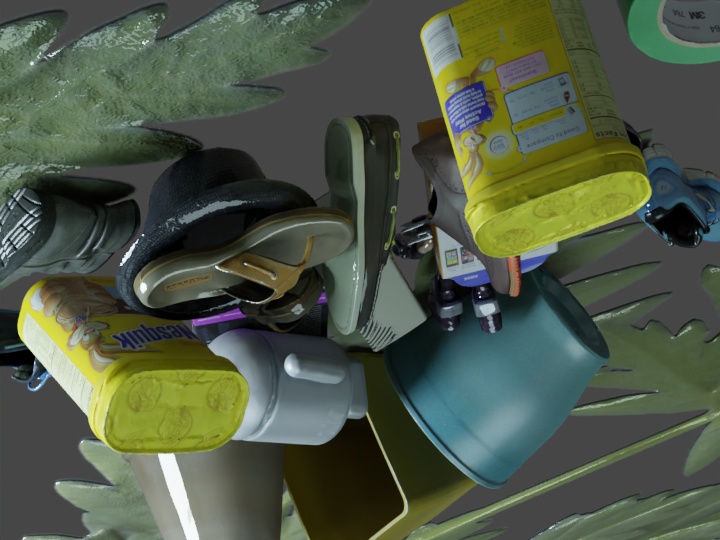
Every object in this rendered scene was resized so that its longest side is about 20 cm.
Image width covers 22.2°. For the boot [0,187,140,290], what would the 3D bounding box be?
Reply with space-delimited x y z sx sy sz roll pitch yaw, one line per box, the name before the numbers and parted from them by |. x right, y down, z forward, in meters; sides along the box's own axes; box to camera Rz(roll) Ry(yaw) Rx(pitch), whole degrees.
boot | -0.297 -0.007 1.674 0.200 0.068 0.130 -33 154 34

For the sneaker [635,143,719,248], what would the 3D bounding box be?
sneaker | 0.323 -0.055 1.866 0.078 0.090 0.200 -30 151 29

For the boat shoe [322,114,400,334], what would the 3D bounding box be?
boat shoe | 0.005 -0.041 1.656 0.060 0.072 0.203 -9 112 -29

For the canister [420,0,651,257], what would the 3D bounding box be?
canister | 0.139 -0.130 1.500 0.148 0.201 0.087 -20 153 10

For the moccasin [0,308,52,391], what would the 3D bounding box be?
moccasin | -0.334 0.083 1.818 0.199 0.069 0.080 5 148 -35

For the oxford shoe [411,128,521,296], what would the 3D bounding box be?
oxford shoe | 0.101 -0.052 1.675 0.072 0.071 0.201 -14 128 11

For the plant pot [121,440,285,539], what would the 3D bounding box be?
plant pot | -0.163 0.239 2.058 0.199 0.175 0.200 -12 163 -4

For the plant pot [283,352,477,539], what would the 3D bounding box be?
plant pot | 0.035 0.214 2.145 0.176 0.201 0.200 -8 155 -38

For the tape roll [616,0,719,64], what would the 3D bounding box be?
tape roll | 0.312 -0.249 1.532 0.199 0.048 0.201 -13 153 -6

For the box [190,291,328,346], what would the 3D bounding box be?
box | -0.106 0.062 1.933 0.142 0.036 0.200 -10 152 -8

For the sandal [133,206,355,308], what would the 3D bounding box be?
sandal | -0.097 0.002 1.593 0.199 0.054 0.080 -18 150 -5

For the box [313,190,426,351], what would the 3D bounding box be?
box | 0.000 0.000 1.804 0.068 0.082 0.200 -32 151 1

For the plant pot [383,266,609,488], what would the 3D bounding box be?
plant pot | 0.159 0.099 1.989 0.188 0.201 0.200 -41 146 16

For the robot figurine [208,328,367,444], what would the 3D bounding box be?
robot figurine | -0.087 0.120 1.888 0.199 0.114 0.169 7 153 -35

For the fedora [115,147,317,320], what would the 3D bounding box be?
fedora | -0.136 -0.043 1.648 0.199 0.092 0.201 -14 149 -9

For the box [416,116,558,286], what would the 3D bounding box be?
box | 0.123 -0.069 1.734 0.118 0.042 0.201 -13 138 -3

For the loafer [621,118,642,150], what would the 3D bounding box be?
loafer | 0.195 -0.130 1.633 0.063 0.072 0.200 22 -171 26

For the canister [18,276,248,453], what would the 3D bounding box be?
canister | -0.216 0.083 1.708 0.148 0.200 0.087 2 114 -37

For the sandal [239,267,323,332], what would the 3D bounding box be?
sandal | -0.065 0.025 1.750 0.082 0.055 0.200 -49 -166 -9

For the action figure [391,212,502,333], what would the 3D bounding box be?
action figure | 0.097 -0.019 1.849 0.129 0.070 0.201 -8 139 1
